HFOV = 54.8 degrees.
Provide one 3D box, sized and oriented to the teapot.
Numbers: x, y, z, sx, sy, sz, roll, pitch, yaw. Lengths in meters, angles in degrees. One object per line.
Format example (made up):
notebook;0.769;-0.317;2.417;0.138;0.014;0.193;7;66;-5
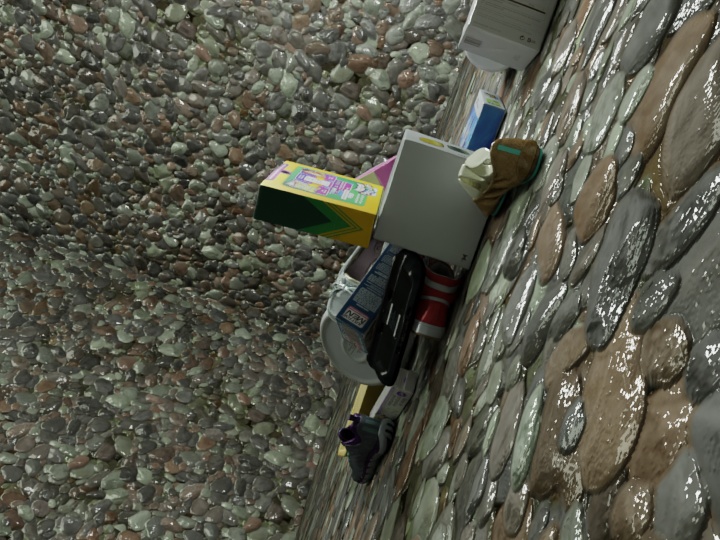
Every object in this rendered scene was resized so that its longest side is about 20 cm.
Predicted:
teapot;0.030;0.109;1.328;0.146;0.199;0.199;-40;-63;-43

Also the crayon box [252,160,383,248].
crayon box;-0.057;-0.106;1.072;0.200;0.171;0.059;-74;0;-71

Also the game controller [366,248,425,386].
game controller;0.055;0.070;1.038;0.104;0.042;0.202;-134;54;-61

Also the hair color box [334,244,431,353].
hair color box;0.043;0.034;1.176;0.200;0.060;0.100;-53;-22;-17

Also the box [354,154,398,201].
box;0.063;-0.116;1.334;0.096;0.177;0.200;-33;8;-22

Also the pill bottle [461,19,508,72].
pill bottle;0.249;-0.443;1.322;0.200;0.110;0.112;-73;3;-68

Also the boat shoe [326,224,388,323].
boat shoe;0.002;0.000;1.222;0.203;0.074;0.065;-54;-25;0

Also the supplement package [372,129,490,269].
supplement package;0.116;-0.117;1.069;0.200;0.151;0.152;-74;2;-74

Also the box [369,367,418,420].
box;0.052;0.229;1.197;0.200;0.038;0.042;111;177;-54

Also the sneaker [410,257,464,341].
sneaker;0.105;0.034;1.078;0.200;0.071;0.113;-132;58;-80

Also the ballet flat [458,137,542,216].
ballet flat;0.162;-0.119;0.866;0.200;0.072;0.068;114;175;-82

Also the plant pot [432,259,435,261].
plant pot;0.132;-0.073;1.437;0.200;0.027;0.201;-50;26;34

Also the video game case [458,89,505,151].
video game case;0.207;-0.224;1.293;0.181;0.045;0.201;-70;0;-67

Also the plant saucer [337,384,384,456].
plant saucer;0.008;0.323;1.549;0.200;0.048;0.201;115;174;-75

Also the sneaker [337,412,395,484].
sneaker;-0.003;0.310;1.239;0.201;0.087;0.075;111;179;-46

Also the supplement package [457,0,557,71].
supplement package;0.248;-0.443;1.096;0.121;0.119;0.201;-67;-3;-89
